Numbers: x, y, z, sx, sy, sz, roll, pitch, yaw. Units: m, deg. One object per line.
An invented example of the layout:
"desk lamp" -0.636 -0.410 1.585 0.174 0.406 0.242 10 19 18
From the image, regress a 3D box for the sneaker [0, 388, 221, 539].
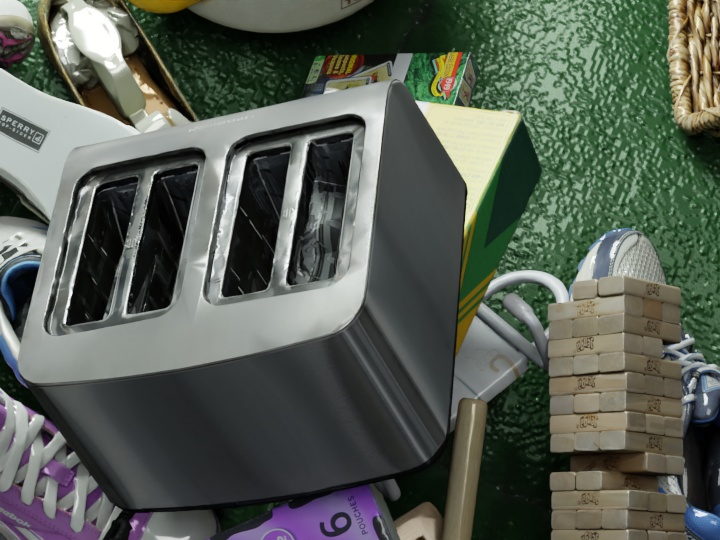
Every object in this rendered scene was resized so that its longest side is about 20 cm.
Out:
"sneaker" -0.166 0.100 1.001 0.199 0.114 0.073 22 73 6

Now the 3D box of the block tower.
"block tower" 0.137 0.108 1.065 0.058 0.054 0.201 11 77 -44

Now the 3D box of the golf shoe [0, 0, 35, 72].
"golf shoe" -0.290 -0.157 1.171 0.199 0.073 0.093 1 68 -5

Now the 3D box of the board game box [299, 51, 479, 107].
"board game box" -0.005 -0.044 1.142 0.104 0.024 0.201 2 54 23

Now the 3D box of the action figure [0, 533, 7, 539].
"action figure" -0.172 0.118 1.086 0.200 0.069 0.130 -42 84 -15

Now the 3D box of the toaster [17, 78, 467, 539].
"toaster" -0.052 0.018 0.943 0.180 0.119 0.201 -10 48 21

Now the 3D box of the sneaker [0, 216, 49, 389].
"sneaker" -0.174 0.008 1.075 0.072 0.073 0.200 -33 33 -11

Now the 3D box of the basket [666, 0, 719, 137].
"basket" 0.270 -0.188 1.204 0.148 0.143 0.201 5 69 -5

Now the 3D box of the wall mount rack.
"wall mount rack" 0.012 0.034 1.130 0.200 0.075 0.174 -39 45 -11

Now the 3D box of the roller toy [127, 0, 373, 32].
"roller toy" -0.051 -0.239 1.190 0.181 0.140 0.201 7 61 5

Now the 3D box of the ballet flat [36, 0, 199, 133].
"ballet flat" -0.130 -0.092 1.167 0.070 0.071 0.201 -29 76 -15

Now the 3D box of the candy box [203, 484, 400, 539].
"candy box" -0.053 0.215 0.943 0.199 0.072 0.169 -24 71 1

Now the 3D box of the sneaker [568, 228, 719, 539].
"sneaker" 0.176 0.069 1.120 0.077 0.085 0.201 3 72 -39

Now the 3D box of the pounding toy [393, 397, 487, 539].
"pounding toy" 0.022 0.206 1.032 0.199 0.142 0.185 -31 76 -15

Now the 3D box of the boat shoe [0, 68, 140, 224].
"boat shoe" -0.163 -0.060 1.131 0.200 0.064 0.071 34 87 24

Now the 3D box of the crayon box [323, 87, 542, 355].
"crayon box" 0.000 0.000 1.055 0.126 0.051 0.201 10 57 29
